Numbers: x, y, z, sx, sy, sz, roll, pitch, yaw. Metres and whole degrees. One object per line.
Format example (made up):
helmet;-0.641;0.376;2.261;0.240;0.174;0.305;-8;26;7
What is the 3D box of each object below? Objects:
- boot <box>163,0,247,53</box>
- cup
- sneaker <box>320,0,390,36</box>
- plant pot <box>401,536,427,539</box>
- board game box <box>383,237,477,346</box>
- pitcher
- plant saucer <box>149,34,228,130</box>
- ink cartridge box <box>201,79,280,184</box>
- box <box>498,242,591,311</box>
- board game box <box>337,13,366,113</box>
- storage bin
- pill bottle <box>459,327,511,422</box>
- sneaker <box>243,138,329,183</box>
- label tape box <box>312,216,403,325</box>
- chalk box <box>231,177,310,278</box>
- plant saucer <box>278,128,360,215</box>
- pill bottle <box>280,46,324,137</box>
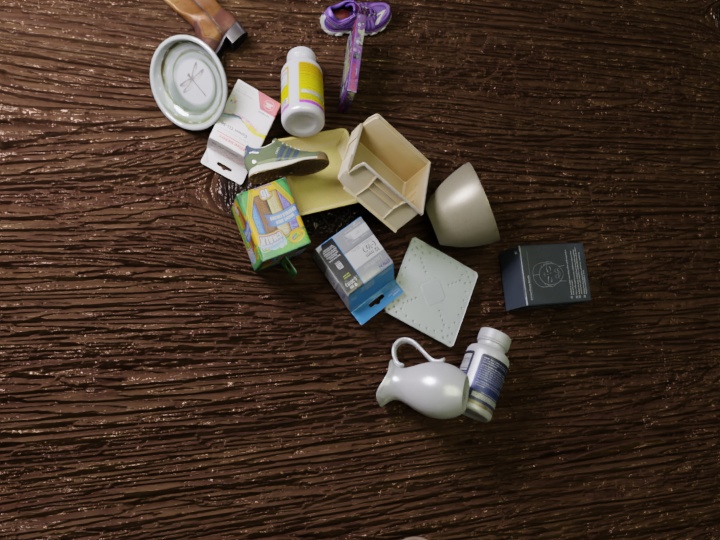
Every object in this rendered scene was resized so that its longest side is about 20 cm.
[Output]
boot;-0.391;-0.572;1.574;0.188;0.068;0.200;-44;89;-9
cup;0.238;-0.138;1.651;0.140;0.200;0.205;-23;87;7
sneaker;-0.004;-0.642;1.706;0.195;0.083;0.083;-18;86;-22
plant pot;0.133;0.711;1.452;0.201;0.198;0.175;-50;114;-20
board game box;0.173;0.054;1.662;0.196;0.026;0.205;27;73;-12
pitcher;0.150;0.244;1.548;0.194;0.122;0.176;5;66;21
plant saucer;-0.375;-0.420;1.512;0.201;0.199;0.050;47;30;-4
ink cartridge box;-0.277;-0.317;1.560;0.114;0.067;0.205;26;73;-12
box;0.469;0.017;1.726;0.194;0.107;0.154;-2;81;-19
board game box;-0.021;-0.504;1.654;0.031;0.120;0.207;11;76;-15
storage bin;0.058;-0.231;1.579;0.197;0.093;0.203;38;40;-22
pill bottle;0.292;0.246;1.620;0.109;0.111;0.204;27;73;-11
sneaker;-0.170;-0.261;1.522;0.195;0.067;0.092;-15;70;-24
label tape box;0.000;0.000;1.580;0.142;0.066;0.202;-34;81;-20
chalk box;-0.195;-0.078;1.512;0.121;0.125;0.205;-20;85;-21
plant saucer;-0.093;-0.225;1.596;0.195;0.049;0.205;-14;71;-22
pill bottle;-0.137;-0.426;1.595;0.101;0.105;0.206;5;62;-17
